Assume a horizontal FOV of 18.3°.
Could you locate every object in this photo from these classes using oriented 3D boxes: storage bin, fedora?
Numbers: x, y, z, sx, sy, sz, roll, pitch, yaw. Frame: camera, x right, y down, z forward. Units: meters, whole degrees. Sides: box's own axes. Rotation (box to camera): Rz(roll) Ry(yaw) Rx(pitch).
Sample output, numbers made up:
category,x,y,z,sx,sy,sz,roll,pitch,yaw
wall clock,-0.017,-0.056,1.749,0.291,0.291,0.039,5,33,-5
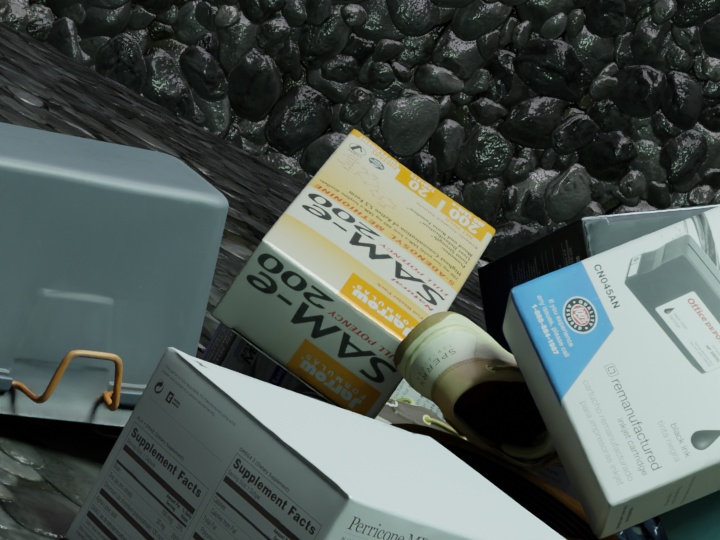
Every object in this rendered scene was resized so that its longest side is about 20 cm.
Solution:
category,x,y,z,sx,sy,sz,roll,pitch,yaw
storage bin,-0.167,0.000,1.223,0.200,0.135,0.146,8,17,-33
fedora,0.077,0.167,1.367,0.200,0.082,0.201,28,6,-3

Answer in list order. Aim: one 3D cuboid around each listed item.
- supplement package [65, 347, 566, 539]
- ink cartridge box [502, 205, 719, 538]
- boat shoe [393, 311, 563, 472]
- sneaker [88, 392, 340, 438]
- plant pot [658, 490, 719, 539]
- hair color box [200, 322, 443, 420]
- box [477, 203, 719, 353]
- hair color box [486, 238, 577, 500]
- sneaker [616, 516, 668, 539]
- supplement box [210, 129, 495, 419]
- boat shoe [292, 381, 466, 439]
category,x,y,z,sx,sy,sz,roll,pitch,yaw
supplement package,-0.008,0.140,1.086,0.200,0.111,0.156,22,9,-44
ink cartridge box,0.204,0.048,1.318,0.084,0.200,0.145,89,-22,-70
boat shoe,0.101,0.093,1.407,0.200,0.074,0.066,25,23,-42
sneaker,-0.076,0.099,1.372,0.200,0.060,0.104,22,9,-18
plant pot,0.307,0.161,1.395,0.142,0.200,0.141,67,12,18
hair color box,-0.007,0.082,1.558,0.200,0.109,0.065,27,6,-17
box,0.189,0.025,1.552,0.148,0.107,0.200,-6,-8,-19
hair color box,0.141,0.091,1.704,0.111,0.200,0.064,27,6,-21
sneaker,0.211,0.152,1.567,0.070,0.200,0.082,27,-32,16
supplement box,0.000,0.000,1.483,0.126,0.074,0.200,35,30,-1
boat shoe,0.032,0.122,1.499,0.200,0.072,0.060,30,41,-21
